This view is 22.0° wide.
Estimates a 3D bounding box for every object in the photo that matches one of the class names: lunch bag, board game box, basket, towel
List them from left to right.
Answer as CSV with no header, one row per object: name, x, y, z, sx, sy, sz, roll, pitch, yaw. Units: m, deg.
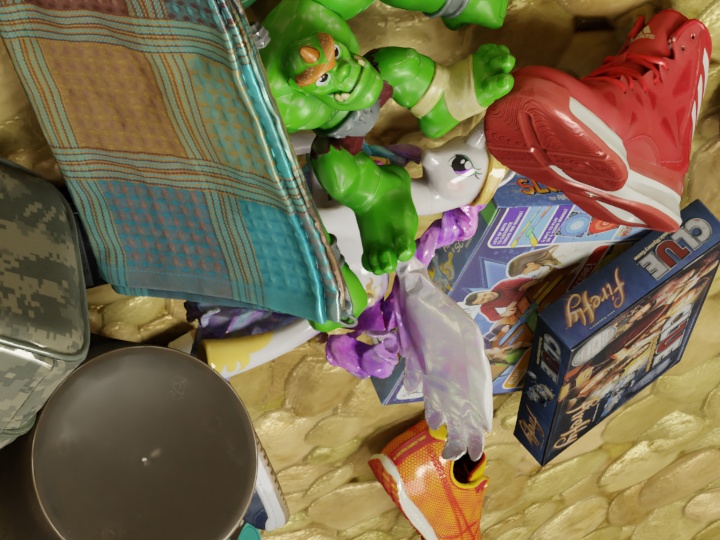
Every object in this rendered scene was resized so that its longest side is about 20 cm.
lunch bag,-0.253,0.023,0.880,0.200,0.139,0.168,17,128,-34
basket,-0.129,0.107,0.990,0.136,0.180,0.200,-27,180,-17
towel,-0.092,-0.060,0.849,0.147,0.022,0.200,8,135,31
board game box,0.100,0.011,1.200,0.135,0.034,0.200,-3,142,-30
board game box,0.171,0.046,1.240,0.135,0.035,0.200,-35,159,-16

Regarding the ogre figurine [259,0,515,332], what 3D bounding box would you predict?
ogre figurine,-0.008,-0.081,0.909,0.120,0.098,0.200,29,102,-29

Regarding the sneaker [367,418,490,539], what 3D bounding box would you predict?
sneaker,0.070,0.173,1.389,0.077,0.073,0.200,-33,151,-3

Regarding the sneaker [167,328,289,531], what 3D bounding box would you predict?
sneaker,-0.119,0.122,1.189,0.108,0.070,0.200,-27,141,-4

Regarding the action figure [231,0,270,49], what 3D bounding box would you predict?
action figure,-0.065,-0.132,0.838,0.055,0.118,0.200,22,138,-28

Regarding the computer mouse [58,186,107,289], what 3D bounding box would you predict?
computer mouse,-0.198,-0.013,0.987,0.200,0.034,0.059,-10,132,-8

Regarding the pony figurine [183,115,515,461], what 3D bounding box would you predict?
pony figurine,0.000,0.000,1.025,0.200,0.167,0.193,-11,127,-24

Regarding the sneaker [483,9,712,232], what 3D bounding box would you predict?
sneaker,0.131,-0.100,1.002,0.078,0.116,0.200,10,170,26

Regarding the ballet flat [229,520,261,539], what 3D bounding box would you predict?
ballet flat,-0.114,0.190,1.293,0.072,0.072,0.200,-24,168,1
